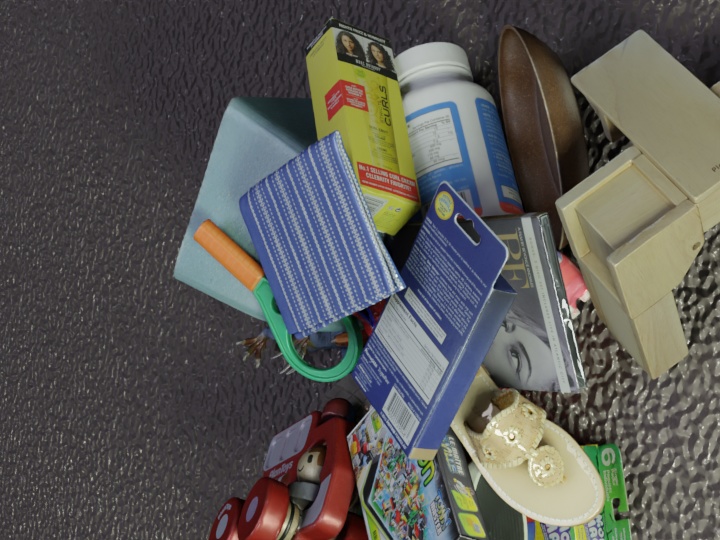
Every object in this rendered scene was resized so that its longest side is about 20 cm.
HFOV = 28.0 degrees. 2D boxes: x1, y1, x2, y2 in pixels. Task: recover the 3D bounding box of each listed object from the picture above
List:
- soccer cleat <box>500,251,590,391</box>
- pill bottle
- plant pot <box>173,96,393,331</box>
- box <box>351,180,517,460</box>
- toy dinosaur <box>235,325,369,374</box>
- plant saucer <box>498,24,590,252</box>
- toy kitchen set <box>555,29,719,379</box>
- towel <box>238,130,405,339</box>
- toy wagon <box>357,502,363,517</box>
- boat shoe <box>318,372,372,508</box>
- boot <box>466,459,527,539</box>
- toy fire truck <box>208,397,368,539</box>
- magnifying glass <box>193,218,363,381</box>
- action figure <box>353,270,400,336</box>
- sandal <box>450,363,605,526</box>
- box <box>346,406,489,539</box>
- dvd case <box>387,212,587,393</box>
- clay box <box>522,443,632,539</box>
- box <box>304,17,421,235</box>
[{"bbox_3d":[0.134,0.048,1.274,0.077,0.066,0.201,48,142,14],"label":"soccer cleat"},{"bbox_3d":[0.083,-0.107,1.354,0.112,0.111,0.203,-36,57,45],"label":"pill bottle"},{"bbox_3d":[-0.031,-0.041,1.444,0.199,0.195,0.199,32,112,27],"label":"plant pot"},{"bbox_3d":[0.064,0.041,1.202,0.121,0.032,0.202,52,126,48],"label":"box"},{"bbox_3d":[-0.047,0.056,1.524,0.180,0.104,0.203,-26,60,39],"label":"toy dinosaur"},{"bbox_3d":[0.161,-0.115,1.247,0.200,0.036,0.203,167,90,-87],"label":"plant saucer"},{"bbox_3d":[0.250,-0.067,1.158,0.199,0.181,0.164,-35,52,-3],"label":"toy kitchen set"},{"bbox_3d":[-0.038,-0.026,1.267,0.199,0.024,0.147,-26,86,58],"label":"towel"},{"bbox_3d":[0.033,0.215,1.381,0.200,0.039,0.157,-51,18,54],"label":"toy wagon"},{"bbox_3d":[-0.006,0.175,1.472,0.201,0.072,0.075,-60,40,38],"label":"boat shoe"},{"bbox_3d":[0.078,0.260,1.276,0.144,0.072,0.203,2,90,59],"label":"boot"},{"bbox_3d":[-0.058,0.210,1.391,0.200,0.111,0.170,-39,32,56],"label":"toy fire truck"},{"bbox_3d":[-0.080,0.026,1.370,0.200,0.022,0.080,41,113,7],"label":"magnifying glass"},{"bbox_3d":[0.000,0.000,1.326,0.065,0.052,0.201,-29,101,15],"label":"action figure"},{"bbox_3d":[0.109,0.127,1.189,0.078,0.070,0.212,-46,61,4],"label":"sandal"},{"bbox_3d":[0.046,0.187,1.244,0.110,0.034,0.201,-51,32,28],"label":"box"},{"bbox_3d":[0.103,0.029,1.240,0.199,0.016,0.151,-2,105,52],"label":"dvd case"},{"bbox_3d":[0.152,0.221,1.271,0.199,0.047,0.117,-24,68,51],"label":"clay box"},{"bbox_3d":[0.000,-0.132,1.310,0.050,0.074,0.202,-43,42,41],"label":"box"}]
